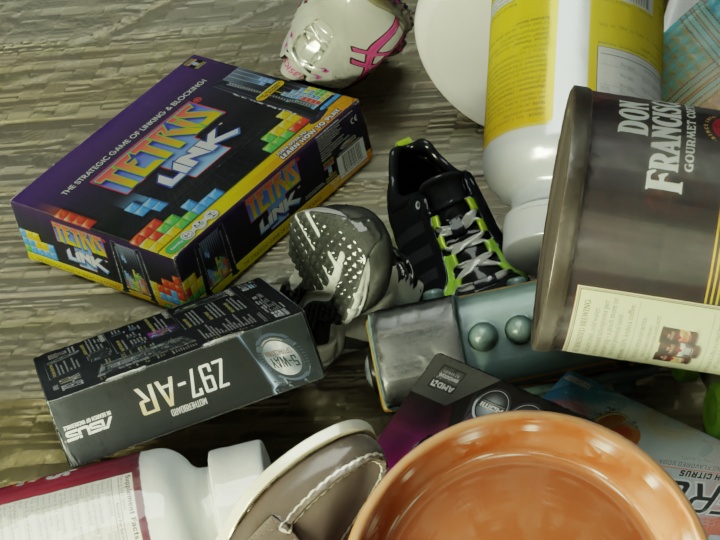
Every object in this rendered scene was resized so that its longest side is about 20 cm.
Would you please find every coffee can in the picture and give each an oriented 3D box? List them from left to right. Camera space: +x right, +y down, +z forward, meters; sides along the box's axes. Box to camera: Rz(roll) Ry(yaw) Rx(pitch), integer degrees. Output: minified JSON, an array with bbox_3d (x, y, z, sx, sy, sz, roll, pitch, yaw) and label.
[{"bbox_3d":[0.202,-0.014,1.408,0.200,0.146,0.146,9,38,1],"label":"coffee can"}]

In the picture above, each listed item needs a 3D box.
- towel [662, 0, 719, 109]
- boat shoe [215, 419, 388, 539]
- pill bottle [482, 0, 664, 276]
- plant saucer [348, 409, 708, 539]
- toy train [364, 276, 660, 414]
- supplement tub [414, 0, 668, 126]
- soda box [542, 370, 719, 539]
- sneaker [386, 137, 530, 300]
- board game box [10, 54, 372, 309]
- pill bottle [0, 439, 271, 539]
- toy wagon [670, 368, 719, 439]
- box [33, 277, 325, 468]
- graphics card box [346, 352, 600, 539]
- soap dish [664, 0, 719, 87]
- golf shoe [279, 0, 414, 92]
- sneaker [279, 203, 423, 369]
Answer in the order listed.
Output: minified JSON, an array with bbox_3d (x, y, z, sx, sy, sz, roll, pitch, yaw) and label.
[{"bbox_3d":[0.239,-0.108,1.669,0.200,0.022,0.147,-41,59,6],"label":"towel"},{"bbox_3d":[-0.052,0.167,1.382,0.200,0.072,0.060,-46,50,2],"label":"boat shoe"},{"bbox_3d":[0.134,-0.100,1.637,0.112,0.112,0.200,-2,67,17],"label":"pill bottle"},{"bbox_3d":[0.087,0.173,1.341,0.200,0.200,0.032,-24,-5,-12],"label":"plant saucer"},{"bbox_3d":[0.096,0.041,1.537,0.200,0.085,0.114,-11,-7,9],"label":"toy train"},{"bbox_3d":[0.141,-0.205,1.833,0.145,0.145,0.200,9,41,29],"label":"supplement tub"},{"bbox_3d":[0.176,0.129,1.432,0.200,0.068,0.064,24,60,42],"label":"soda box"},{"bbox_3d":[0.055,-0.020,1.669,0.072,0.083,0.200,-22,36,-9],"label":"sneaker"},{"bbox_3d":[-0.117,-0.065,1.816,0.165,0.057,0.200,19,47,36],"label":"board game box"},{"bbox_3d":[-0.142,0.163,1.471,0.200,0.110,0.110,-14,36,1],"label":"pill bottle"},{"bbox_3d":[0.265,0.078,1.449,0.155,0.040,0.200,2,26,-11],"label":"toy wagon"},{"bbox_3d":[-0.116,0.059,1.585,0.160,0.044,0.200,-20,8,-8],"label":"box"},{"bbox_3d":[0.041,0.153,1.414,0.125,0.051,0.200,24,71,42],"label":"graphics card box"},{"bbox_3d":[0.302,-0.157,1.732,0.200,0.081,0.157,6,62,27],"label":"soap dish"},{"bbox_3d":[-0.014,-0.165,1.834,0.092,0.200,0.073,-43,82,-7],"label":"golf shoe"},{"bbox_3d":[0.000,0.000,1.586,0.080,0.200,0.074,-21,78,-13],"label":"sneaker"}]
